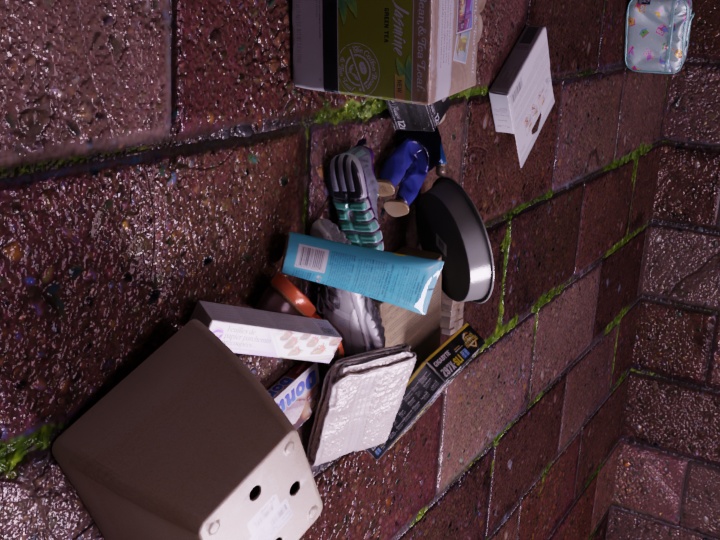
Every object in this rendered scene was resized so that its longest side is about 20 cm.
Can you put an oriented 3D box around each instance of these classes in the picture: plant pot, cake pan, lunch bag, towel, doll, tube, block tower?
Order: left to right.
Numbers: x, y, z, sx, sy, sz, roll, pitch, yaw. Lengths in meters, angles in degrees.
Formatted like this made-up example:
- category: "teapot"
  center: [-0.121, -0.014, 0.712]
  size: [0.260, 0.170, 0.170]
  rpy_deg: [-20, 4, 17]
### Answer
- category: "plant pot"
  center: [-0.153, 0.210, 0.955]
  size: [0.199, 0.175, 0.203]
  rpy_deg: [-43, 137, -30]
- category: "tube"
  center: [0.000, 0.000, 1.176]
  size: [0.051, 0.195, 0.079]
  rpy_deg: [-87, -167, -57]
- category: "towel"
  center: [0.001, 0.187, 1.301]
  size: [0.130, 0.035, 0.203]
  rpy_deg: [-12, 136, -28]
- category: "doll"
  center: [0.080, -0.182, 1.397]
  size: [0.137, 0.048, 0.202]
  rpy_deg: [51, 52, -30]
- category: "block tower"
  center: [0.147, 0.001, 1.590]
  size: [0.054, 0.057, 0.205]
  rpy_deg: [-16, 113, -58]
- category: "cake pan"
  center: [0.140, -0.041, 1.446]
  size: [0.036, 0.200, 0.204]
  rpy_deg: [-19, 124, -17]
- category: "lunch bag"
  center: [0.739, -0.593, 2.334]
  size: [0.077, 0.157, 0.204]
  rpy_deg: [-42, 137, -46]

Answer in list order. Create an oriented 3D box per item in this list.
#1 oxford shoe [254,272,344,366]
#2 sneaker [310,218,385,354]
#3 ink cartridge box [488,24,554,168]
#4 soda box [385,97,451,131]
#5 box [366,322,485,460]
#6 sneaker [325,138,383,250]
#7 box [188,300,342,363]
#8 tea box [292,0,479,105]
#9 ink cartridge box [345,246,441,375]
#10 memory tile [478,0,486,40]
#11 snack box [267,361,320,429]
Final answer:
- category: "oxford shoe"
  center: [-0.082, 0.079, 1.205]
  size: [0.073, 0.071, 0.201]
  rpy_deg: [-46, 142, -8]
- category: "sneaker"
  center: [-0.033, 0.031, 1.252]
  size: [0.075, 0.080, 0.204]
  rpy_deg: [-79, 150, -68]
- category: "ink cartridge box"
  center: [0.305, -0.325, 1.764]
  size: [0.202, 0.043, 0.175]
  rpy_deg: [-59, 147, -32]
- category: "soda box"
  center: [0.060, -0.289, 1.281]
  size: [0.064, 0.070, 0.202]
  rpy_deg: [-57, 140, -34]
- category: "box"
  center: [0.096, 0.187, 1.465]
  size: [0.159, 0.049, 0.201]
  rpy_deg: [-30, 160, -54]
- category: "sneaker"
  center: [0.008, -0.074, 1.289]
  size: [0.088, 0.073, 0.204]
  rpy_deg: [-48, 139, -50]
- category: "box"
  center: [-0.108, 0.073, 1.094]
  size: [0.198, 0.041, 0.039]
  rpy_deg: [11, 114, -45]
- category: "tea box"
  center: [0.030, -0.315, 1.103]
  size: [0.133, 0.193, 0.205]
  rpy_deg: [-32, 127, -52]
- category: "ink cartridge box"
  center: [0.049, 0.078, 1.418]
  size: [0.199, 0.074, 0.168]
  rpy_deg: [-35, 132, -52]
- category: "memory tile"
  center: [0.153, -0.433, 1.470]
  size: [0.199, 0.016, 0.157]
  rpy_deg: [-17, 115, -59]
- category: "snack box"
  center: [-0.115, 0.193, 1.212]
  size: [0.200, 0.024, 0.073]
  rpy_deg: [-39, 132, -49]
